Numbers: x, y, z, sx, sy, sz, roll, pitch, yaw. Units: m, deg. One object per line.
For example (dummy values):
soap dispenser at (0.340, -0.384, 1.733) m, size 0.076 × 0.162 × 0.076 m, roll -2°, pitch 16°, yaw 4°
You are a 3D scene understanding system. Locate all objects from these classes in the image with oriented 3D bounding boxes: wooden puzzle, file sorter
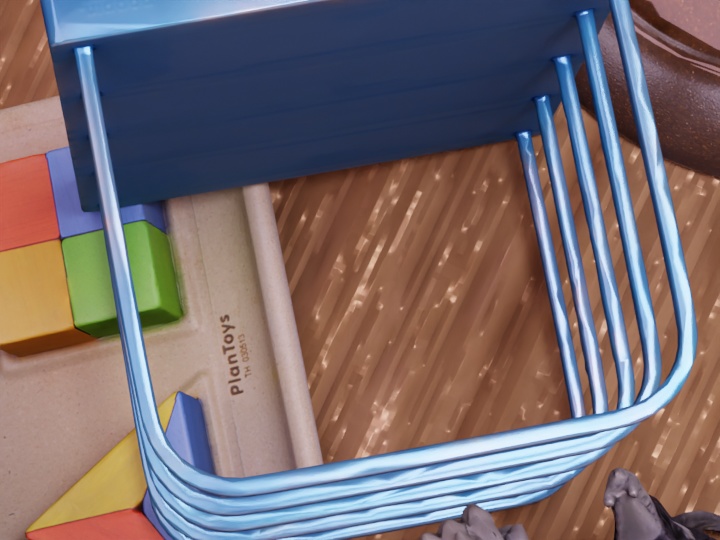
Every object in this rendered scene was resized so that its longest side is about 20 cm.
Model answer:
wooden puzzle at (-0.114, 0.044, 0.881) m, size 0.199 × 0.046 × 0.186 m, roll -14°, pitch 80°, yaw 13°
file sorter at (0.000, 0.000, 0.760) m, size 0.138 × 0.200 × 0.123 m, roll -9°, pitch 81°, yaw -5°

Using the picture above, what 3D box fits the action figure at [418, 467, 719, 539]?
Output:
action figure at (0.078, 0.099, 0.742) m, size 0.118 × 0.200 × 0.102 m, roll -13°, pitch 118°, yaw 8°

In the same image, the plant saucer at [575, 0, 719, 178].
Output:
plant saucer at (0.128, -0.125, 0.847) m, size 0.199 × 0.032 × 0.201 m, roll -2°, pitch 83°, yaw 14°
